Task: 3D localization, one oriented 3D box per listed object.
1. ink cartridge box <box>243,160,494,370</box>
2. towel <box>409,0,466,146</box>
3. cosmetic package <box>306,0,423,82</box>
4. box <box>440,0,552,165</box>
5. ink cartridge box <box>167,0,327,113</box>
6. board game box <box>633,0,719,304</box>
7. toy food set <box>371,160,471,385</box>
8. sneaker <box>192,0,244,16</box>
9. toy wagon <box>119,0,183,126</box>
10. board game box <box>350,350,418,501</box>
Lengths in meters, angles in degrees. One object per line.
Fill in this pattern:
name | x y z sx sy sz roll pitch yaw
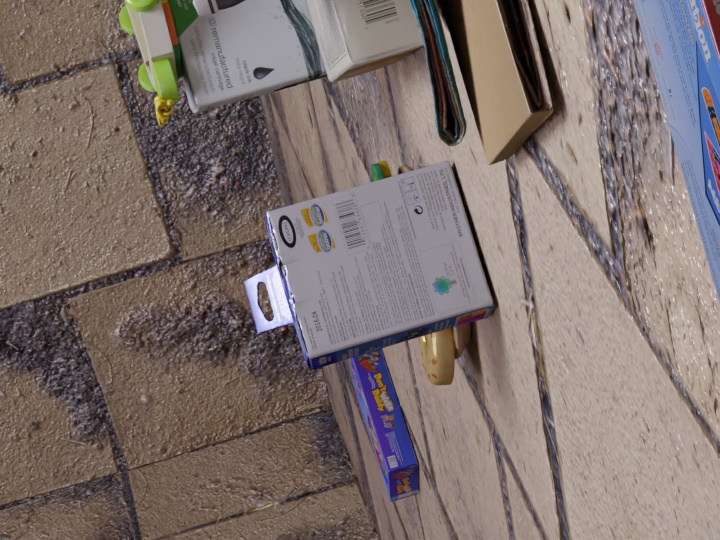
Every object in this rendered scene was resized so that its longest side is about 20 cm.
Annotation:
ink cartridge box | 0.000 0.000 1.601 0.076 0.199 0.137 98 156 -77
towel | 0.043 -0.200 1.340 0.201 0.022 0.147 -98 -6 -53
cosmetic package | 0.001 -0.228 1.618 0.200 0.071 0.106 -155 48 -83
box | 0.083 -0.163 1.223 0.200 0.021 0.165 124 130 -83
ink cartridge box | -0.081 -0.245 1.749 0.083 0.199 0.148 -171 64 -81
board game box | 0.152 -0.069 0.795 0.103 0.019 0.201 149 105 -86
toy food set | 0.059 -0.005 1.790 0.199 0.048 0.201 -111 7 -45
sneaker | -0.114 -0.290 1.547 0.079 0.079 0.201 72 -178 -49
toy wagon | -0.197 -0.228 1.727 0.155 0.039 0.201 92 160 -66
board game box | 0.034 0.219 2.710 0.135 0.044 0.201 86 167 -65
